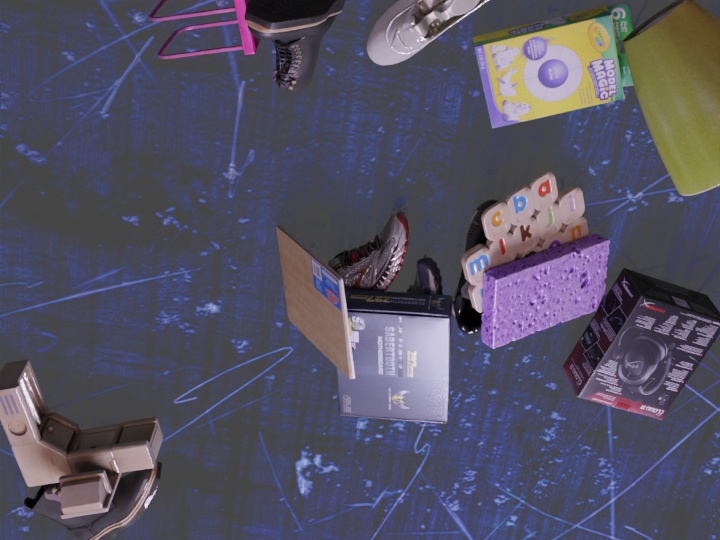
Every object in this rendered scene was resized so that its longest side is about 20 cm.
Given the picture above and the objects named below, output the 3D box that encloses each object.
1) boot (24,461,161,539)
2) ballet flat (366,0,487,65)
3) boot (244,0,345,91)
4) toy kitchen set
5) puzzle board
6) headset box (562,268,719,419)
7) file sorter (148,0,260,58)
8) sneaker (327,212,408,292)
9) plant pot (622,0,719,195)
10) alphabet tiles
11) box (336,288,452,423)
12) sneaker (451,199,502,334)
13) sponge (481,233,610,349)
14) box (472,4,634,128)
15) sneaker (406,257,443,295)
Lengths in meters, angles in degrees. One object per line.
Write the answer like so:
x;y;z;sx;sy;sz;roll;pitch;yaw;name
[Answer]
-0.410;0.341;1.758;0.138;0.078;0.200;34;114;-21;boot
0.089;-0.318;1.421;0.200;0.069;0.069;-32;112;17;ballet flat
-0.087;-0.266;1.383;0.077;0.200;0.139;31;120;15;boot
-0.420;0.238;1.673;0.200;0.163;0.181;-10;117;7;toy kitchen set
-0.059;0.039;1.550;0.017;0.200;0.151;-17;119;-22;puzzle board
0.392;0.114;1.615;0.149;0.077;0.200;16;119;-19;headset box
-0.194;-0.367;1.365;0.125;0.139;0.200;-6;117;7;file sorter
0.000;0.000;1.583;0.082;0.078;0.200;31;114;-12;sneaker
0.417;-0.227;1.410;0.187;0.187;0.200;-35;97;18;plant pot
0.222;-0.029;1.533;0.200;0.015;0.196;-32;130;-17;alphabet tiles
0.046;0.120;1.588;0.157;0.051;0.200;4;127;6;box
0.169;0.003;1.570;0.066;0.091;0.200;11;118;-2;sneaker
0.251;0.027;1.555;0.200;0.030;0.112;-18;124;-27;sponge
0.252;-0.260;1.457;0.200;0.048;0.118;-13;117;7;box
0.072;0.075;1.621;0.086;0.078;0.200;4;117;4;sneaker
